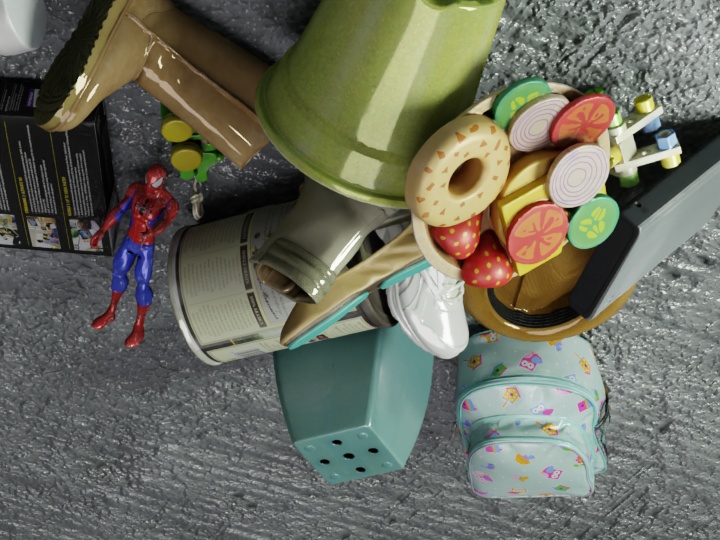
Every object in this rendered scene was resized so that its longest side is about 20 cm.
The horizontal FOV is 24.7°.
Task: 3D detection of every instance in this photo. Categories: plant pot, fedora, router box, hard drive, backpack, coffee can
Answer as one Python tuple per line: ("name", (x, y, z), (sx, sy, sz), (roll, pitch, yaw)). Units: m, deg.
("plant pot", (0.032, -0.188, 1.382), (0.198, 0.201, 0.185), (15, 128, -15))
("fedora", (0.186, -0.016, 1.655), (0.198, 0.082, 0.202), (0, 135, 0))
("router box", (-0.318, -0.099, 1.605), (0.147, 0.051, 0.201), (5, 142, 1))
("hard drive", (0.285, -0.050, 1.539), (0.033, 0.199, 0.140), (42, 143, 17))
("backpack", (0.188, 0.158, 1.823), (0.174, 0.154, 0.201), (-1, 135, 13))
("plant pot", (-0.008, 0.112, 1.732), (0.140, 0.202, 0.142), (-15, 139, 21))
("coffee can", (-0.073, 0.004, 1.643), (0.198, 0.148, 0.147), (-13, 139, 19))

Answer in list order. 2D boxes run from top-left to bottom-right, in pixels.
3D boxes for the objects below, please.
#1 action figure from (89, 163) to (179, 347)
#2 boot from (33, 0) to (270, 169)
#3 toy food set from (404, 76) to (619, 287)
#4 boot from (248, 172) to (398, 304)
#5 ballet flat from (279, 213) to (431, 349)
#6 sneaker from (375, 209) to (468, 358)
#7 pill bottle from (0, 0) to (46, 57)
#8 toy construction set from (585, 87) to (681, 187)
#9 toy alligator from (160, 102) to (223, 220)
("action figure", (-0.231, -0.010, 1.619), (0.065, 0.099, 0.202), (25, 118, 12))
("boot", (-0.168, -0.151, 1.446), (0.199, 0.176, 0.066), (37, 163, -32))
("toy food set", (0.132, -0.072, 1.381), (0.197, 0.049, 0.201), (-29, 132, -9))
("boot", (-0.047, -0.054, 1.504), (0.072, 0.155, 0.200), (43, 171, -32))
("ballet flat", (0.000, 0.000, 1.519), (0.199, 0.063, 0.069), (-30, 173, -11))
("sneaker", (0.074, -0.012, 1.585), (0.099, 0.078, 0.202), (-11, 101, 40))
("pill bottle", (-0.378, -0.213, 1.418), (0.198, 0.112, 0.111), (-9, 140, 15))
("toy construction set", (0.179, -0.104, 1.494), (0.198, 0.131, 0.093), (-14, 114, -20))
("toy alligator", (-0.153, -0.122, 1.559), (0.054, 0.060, 0.201), (-10, 141, 3))
